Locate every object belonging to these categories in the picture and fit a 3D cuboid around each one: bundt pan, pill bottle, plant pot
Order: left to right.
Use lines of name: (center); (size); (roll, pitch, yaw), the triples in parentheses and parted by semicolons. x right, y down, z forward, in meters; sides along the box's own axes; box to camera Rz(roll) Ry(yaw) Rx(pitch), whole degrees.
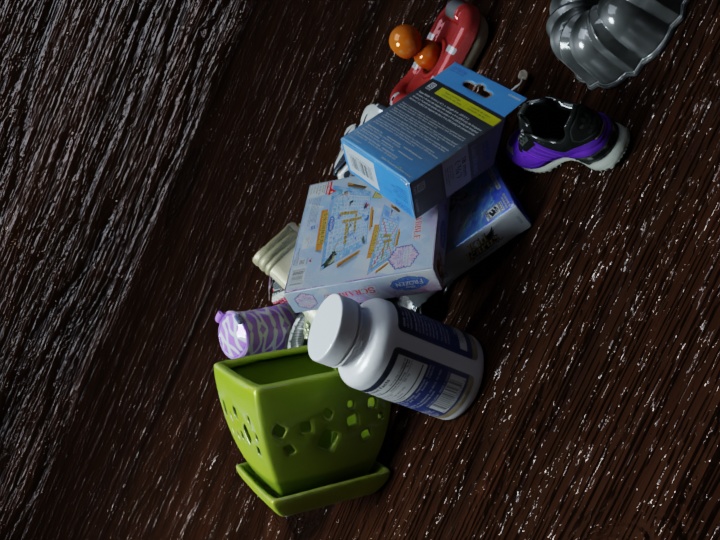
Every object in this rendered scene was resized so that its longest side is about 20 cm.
plant pot: (-0.074, 0.211, 1.196); (0.198, 0.197, 0.184); (-172, 74, -65)
pill bottle: (0.041, 0.099, 1.059); (0.111, 0.198, 0.112); (-45, 32, 40)
bundt pan: (0.293, -0.320, 1.032); (0.202, 0.075, 0.204); (-45, 34, 42)

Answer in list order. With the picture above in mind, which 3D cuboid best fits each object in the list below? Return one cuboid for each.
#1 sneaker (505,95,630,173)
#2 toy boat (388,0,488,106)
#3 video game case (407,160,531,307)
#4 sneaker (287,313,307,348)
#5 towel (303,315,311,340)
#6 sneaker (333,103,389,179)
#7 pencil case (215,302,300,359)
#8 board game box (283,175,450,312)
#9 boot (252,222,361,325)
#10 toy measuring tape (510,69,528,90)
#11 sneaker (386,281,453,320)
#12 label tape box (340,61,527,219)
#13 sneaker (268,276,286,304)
sneaker: (0.216, -0.166, 1.031); (0.200, 0.099, 0.070); (10, 77, 65)
toy boat: (0.101, -0.339, 1.382); (0.202, 0.129, 0.131); (-61, 25, 15)
video game case: (0.114, -0.074, 1.168); (0.181, 0.045, 0.201); (-38, 33, 16)
sneaker: (-0.081, 0.164, 1.424); (0.090, 0.066, 0.203); (21, 101, 59)
towel: (-0.044, 0.028, 1.397); (0.148, 0.036, 0.203); (52, -133, -65)
sneaker: (0.010, -0.201, 1.524); (0.198, 0.079, 0.131); (-13, 59, 62)
pencil case: (-0.149, 0.093, 1.470); (0.086, 0.199, 0.084); (48, 123, 28)
board game box: (0.014, -0.047, 1.126); (0.197, 0.041, 0.202); (-9, 45, 21)
boot: (-0.040, -0.010, 1.229); (0.199, 0.155, 0.073); (-36, -17, -42)
toy measuring tape: (0.138, -0.228, 1.223); (0.199, 0.073, 0.074); (-40, 32, 16)
sneaker: (0.065, 0.056, 1.203); (0.202, 0.071, 0.083); (-61, 26, 16)
label tape box: (0.097, -0.169, 1.122); (0.199, 0.064, 0.144); (-35, 47, -18)
sneaker: (-0.118, 0.011, 1.457); (0.200, 0.079, 0.076); (-163, 63, -75)
